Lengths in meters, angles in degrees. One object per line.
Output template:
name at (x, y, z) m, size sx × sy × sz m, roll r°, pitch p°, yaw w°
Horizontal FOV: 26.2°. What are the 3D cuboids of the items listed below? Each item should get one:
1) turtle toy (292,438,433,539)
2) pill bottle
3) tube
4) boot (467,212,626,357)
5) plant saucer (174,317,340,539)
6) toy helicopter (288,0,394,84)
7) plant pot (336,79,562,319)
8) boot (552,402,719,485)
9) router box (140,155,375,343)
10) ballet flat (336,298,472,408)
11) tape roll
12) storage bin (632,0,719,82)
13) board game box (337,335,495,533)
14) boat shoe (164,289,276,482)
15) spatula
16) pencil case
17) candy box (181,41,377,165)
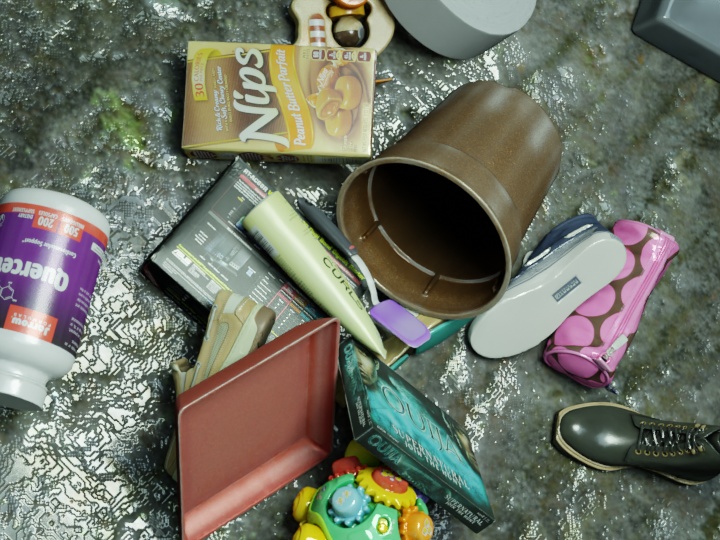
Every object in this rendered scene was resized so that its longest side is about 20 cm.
turtle toy at (0.012, 0.235, 1.552) m, size 0.145 × 0.200 × 0.102 m, roll 21°, pitch 109°, yaw -9°
pill bottle at (-0.319, 0.029, 1.502) m, size 0.112 × 0.112 × 0.201 m, roll 17°, pitch 72°, yaw -15°
tube at (-0.038, 0.010, 1.568) m, size 0.200 × 0.052 × 0.058 m, roll 50°, pitch 44°, yaw 1°
boot at (0.199, 0.017, 1.722) m, size 0.199 × 0.090 × 0.073 m, roll -33°, pitch 115°, yaw 2°
plant saucer at (-0.108, 0.151, 1.516) m, size 0.199 × 0.201 × 0.037 m, roll -30°, pitch 52°, yaw -33°
toy helicopter at (-0.048, -0.233, 1.693) m, size 0.199 × 0.079 × 0.133 m, roll -34°, pitch 97°, yaw -12°
plant pot at (0.107, -0.086, 1.636) m, size 0.200 × 0.200 × 0.198 m, roll 44°, pitch 48°, yaw -6°
boot at (0.324, 0.180, 1.686) m, size 0.199 × 0.138 × 0.078 m, roll 11°, pitch 75°, yaw -16°
router box at (-0.106, 0.005, 1.611) m, size 0.200 × 0.062 × 0.150 m, roll 42°, pitch 68°, yaw -6°
ballet flat at (0.042, 0.069, 1.651) m, size 0.200 × 0.069 × 0.063 m, roll -35°, pitch 77°, yaw -24°
tape roll at (0.105, -0.340, 1.729) m, size 0.199 × 0.066 × 0.202 m, roll 19°, pitch 59°, yaw -35°
storage bin at (0.430, -0.315, 1.846) m, size 0.199 × 0.145 × 0.135 m, roll 26°, pitch 81°, yaw -13°
board game box at (0.055, 0.166, 1.567) m, size 0.200 × 0.028 × 0.136 m, roll 41°, pitch 21°, yaw -35°
boat shoe at (-0.157, 0.113, 1.544) m, size 0.076 × 0.072 × 0.201 m, roll 27°, pitch 97°, yaw 5°
spatula at (0.000, 0.000, 1.597) m, size 0.200 × 0.021 × 0.056 m, roll 52°, pitch 31°, yaw 8°
pencil case at (0.286, 0.035, 1.730) m, size 0.090 × 0.094 × 0.201 m, roll 33°, pitch 68°, yaw -10°
candy box at (-0.084, -0.175, 1.626) m, size 0.198 × 0.055 × 0.116 m, roll 3°, pitch 82°, yaw 0°
